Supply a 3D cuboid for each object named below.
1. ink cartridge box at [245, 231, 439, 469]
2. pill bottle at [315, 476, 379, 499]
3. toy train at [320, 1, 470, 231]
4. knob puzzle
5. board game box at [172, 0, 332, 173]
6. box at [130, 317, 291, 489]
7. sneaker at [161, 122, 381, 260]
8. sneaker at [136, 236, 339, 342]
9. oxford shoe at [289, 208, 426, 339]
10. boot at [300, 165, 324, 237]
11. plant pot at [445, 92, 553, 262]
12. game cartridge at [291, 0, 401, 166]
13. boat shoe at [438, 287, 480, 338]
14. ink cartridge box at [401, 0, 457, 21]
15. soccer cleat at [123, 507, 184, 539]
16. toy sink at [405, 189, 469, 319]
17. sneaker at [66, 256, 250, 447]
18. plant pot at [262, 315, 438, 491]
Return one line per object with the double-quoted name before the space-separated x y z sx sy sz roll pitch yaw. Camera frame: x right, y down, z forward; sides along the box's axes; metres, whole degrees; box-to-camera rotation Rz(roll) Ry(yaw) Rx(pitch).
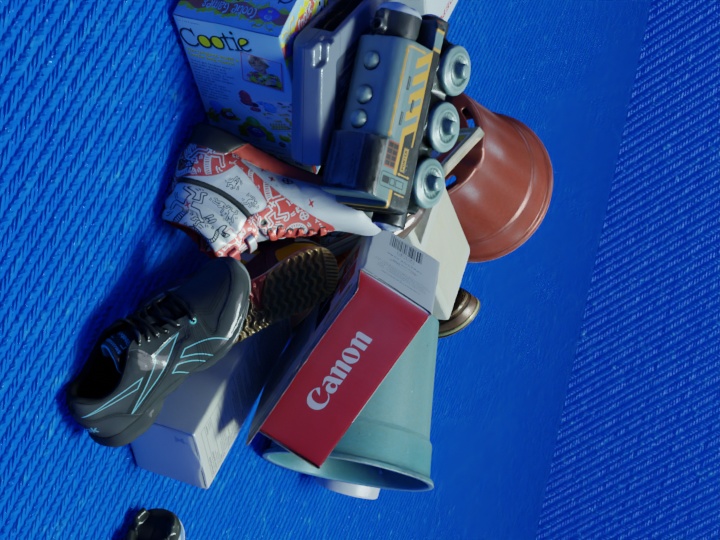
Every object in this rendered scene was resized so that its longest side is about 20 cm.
"ink cartridge box" -0.016 0.079 1.562 0.200 0.084 0.176 -55 -173 22
"pill bottle" 0.007 0.178 2.046 0.111 0.111 0.200 16 88 -72
"toy train" 0.031 -0.137 1.452 0.114 0.085 0.200 18 84 -54
"knob puzzle" 0.009 -0.083 1.684 0.030 0.219 0.220 52 44 -22
"board game box" -0.083 -0.193 1.484 0.200 0.105 0.103 77 32 -57
"box" -0.143 0.099 1.579 0.095 0.078 0.200 85 26 -48
"sneaker" -0.081 -0.045 1.499 0.108 0.201 0.067 -67 -165 -7
"sneaker" -0.123 0.021 1.532 0.200 0.090 0.075 -16 109 -22
"oxford shoe" 0.000 0.000 1.681 0.200 0.073 0.071 -43 -159 5
"boot" -0.040 -0.110 1.638 0.204 0.073 0.154 -65 -170 -19
"plant pot" 0.114 -0.129 2.024 0.195 0.201 0.201 29 76 -63
"game cartridge" -0.013 -0.182 1.482 0.200 0.041 0.133 -54 156 -52
"boat shoe" 0.065 0.033 2.003 0.072 0.200 0.068 -52 121 -17
"ink cartridge box" 0.024 -0.344 1.622 0.200 0.144 0.145 83 27 -49
"soccer cleat" -0.217 0.317 1.544 0.086 0.070 0.200 86 25 -44
"toy sink" 0.033 -0.046 1.889 0.200 0.130 0.112 61 41 -52
"sneaker" -0.172 0.063 1.413 0.200 0.075 0.079 -51 142 -8
"plant pot" 0.003 0.139 1.900 0.200 0.200 0.196 49 50 -69
